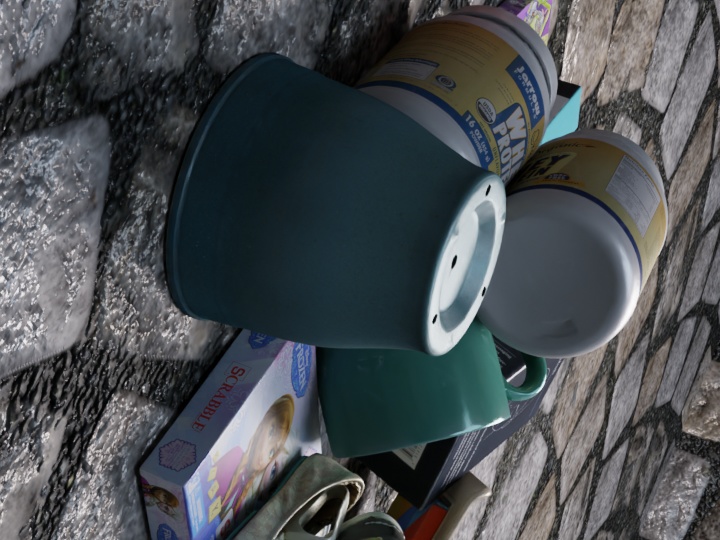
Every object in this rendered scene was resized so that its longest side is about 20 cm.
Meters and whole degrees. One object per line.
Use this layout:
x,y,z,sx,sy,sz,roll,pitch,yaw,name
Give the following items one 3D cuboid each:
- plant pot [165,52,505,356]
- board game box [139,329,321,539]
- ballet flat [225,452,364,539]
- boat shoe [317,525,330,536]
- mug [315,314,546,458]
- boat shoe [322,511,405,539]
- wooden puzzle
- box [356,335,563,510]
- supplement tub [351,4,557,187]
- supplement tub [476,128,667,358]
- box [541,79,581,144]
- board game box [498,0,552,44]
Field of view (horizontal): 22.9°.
-0.006,-0.032,1.253,0.200,0.187,0.201,-51,152,-42,plant pot
-0.095,0.154,1.396,0.200,0.041,0.200,-55,156,-38,board game box
-0.058,0.209,1.391,0.200,0.062,0.068,-48,152,-47,ballet flat
-0.071,0.259,1.514,0.065,0.074,0.203,61,44,-58,boat shoe
0.047,0.080,1.482,0.185,0.152,0.115,-12,88,-54,mug
-0.048,0.269,1.425,0.201,0.072,0.060,-36,-168,-1,boat shoe
0.037,0.267,1.705,0.200,0.037,0.185,-54,-170,-2,wooden puzzle
0.097,0.101,1.666,0.200,0.107,0.149,-32,154,-44,box
0.065,-0.117,1.425,0.200,0.144,0.145,-49,150,-47,supplement tub
0.177,-0.029,1.481,0.200,0.144,0.145,-51,153,-60,supplement tub
0.119,-0.107,1.596,0.200,0.082,0.049,-48,150,-39,box
0.134,-0.194,1.710,0.200,0.032,0.120,-45,151,-51,board game box
